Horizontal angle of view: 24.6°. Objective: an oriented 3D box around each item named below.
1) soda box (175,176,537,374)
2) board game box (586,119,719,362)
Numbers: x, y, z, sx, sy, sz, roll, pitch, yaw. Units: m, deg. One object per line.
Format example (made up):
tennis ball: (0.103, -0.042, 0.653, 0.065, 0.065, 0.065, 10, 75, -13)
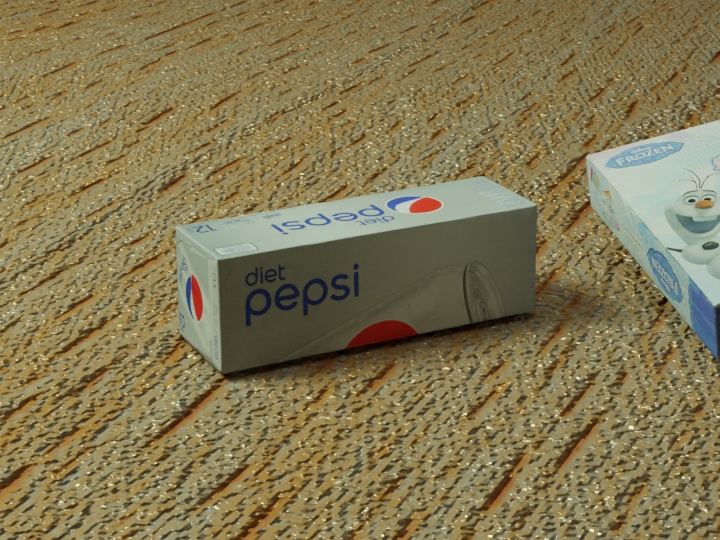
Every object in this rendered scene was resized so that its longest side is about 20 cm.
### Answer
soda box: (0.000, 0.000, 0.924, 0.200, 0.068, 0.063, -10, 22, -26)
board game box: (0.262, -0.037, 0.978, 0.200, 0.043, 0.199, -15, 31, -6)
